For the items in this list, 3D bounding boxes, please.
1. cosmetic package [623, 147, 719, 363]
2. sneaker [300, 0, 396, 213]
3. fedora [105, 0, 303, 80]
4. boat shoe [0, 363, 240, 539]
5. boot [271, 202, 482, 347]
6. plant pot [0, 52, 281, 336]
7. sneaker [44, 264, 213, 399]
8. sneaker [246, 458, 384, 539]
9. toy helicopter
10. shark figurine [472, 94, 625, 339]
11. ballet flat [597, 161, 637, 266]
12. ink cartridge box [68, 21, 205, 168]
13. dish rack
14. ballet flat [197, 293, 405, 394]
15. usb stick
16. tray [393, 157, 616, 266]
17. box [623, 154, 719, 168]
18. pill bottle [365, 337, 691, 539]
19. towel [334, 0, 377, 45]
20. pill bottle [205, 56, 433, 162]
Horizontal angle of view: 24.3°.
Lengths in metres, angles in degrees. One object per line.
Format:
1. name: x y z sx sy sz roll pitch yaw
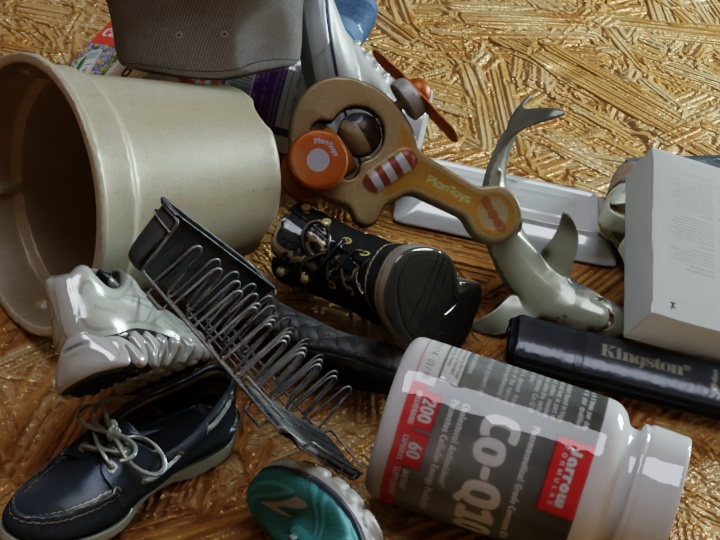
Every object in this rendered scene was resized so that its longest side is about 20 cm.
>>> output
1. cosmetic package: 0.308 0.002 1.338 0.198 0.052 0.152 16 57 -16
2. sneaker: -0.005 -0.150 1.375 0.070 0.202 0.073 -15 4 -9
3. fedora: -0.111 -0.192 1.283 0.198 0.091 0.177 -6 5 -15
4. boat shoe: -0.151 0.119 1.084 0.075 0.062 0.199 33 38 31
5. boot: 0.000 0.000 1.249 0.149 0.074 0.200 23 2 21
6. plant pot: -0.168 -0.065 1.241 0.182 0.202 0.200 -10 39 -39
7. sneaker: -0.154 0.038 1.120 0.075 0.082 0.200 -24 -9 8
8. sneaker: -0.018 0.191 1.019 0.079 0.078 0.200 -19 45 -26
9. toy helicopter: 0.040 -0.088 1.308 0.199 0.133 0.079 27 -9 -5
10. shark figurine: 0.131 -0.029 1.365 0.127 0.217 0.090 -20 -4 1
11. ballet flat: 0.240 -0.029 1.414 0.067 0.068 0.201 8 35 -28
12. ink cartridge box: -0.188 -0.162 1.385 0.108 0.051 0.200 16 60 45
13. dish rack: -0.065 0.053 1.113 0.200 0.055 0.153 47 4 29
14. ballet flat: -0.028 0.045 1.226 0.198 0.067 0.057 20 70 15
15. usb stick: 0.208 0.077 1.294 0.198 0.033 0.056 14 33 1
16. tray: 0.130 -0.059 1.477 0.198 0.022 0.108 12 33 -2
17. box: 0.336 -0.029 1.476 0.156 0.051 0.201 -3 38 -23
18. pill bottle: 0.112 0.127 1.115 0.198 0.115 0.114 17 34 8
19. towel: -0.055 -0.230 1.642 0.111 0.049 0.200 17 33 7
20. pill bottle: -0.041 -0.143 1.460 0.198 0.112 0.112 15 33 3
